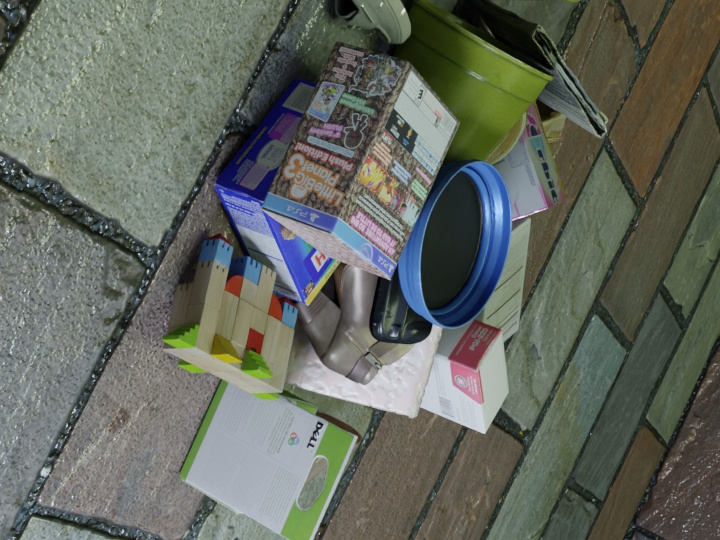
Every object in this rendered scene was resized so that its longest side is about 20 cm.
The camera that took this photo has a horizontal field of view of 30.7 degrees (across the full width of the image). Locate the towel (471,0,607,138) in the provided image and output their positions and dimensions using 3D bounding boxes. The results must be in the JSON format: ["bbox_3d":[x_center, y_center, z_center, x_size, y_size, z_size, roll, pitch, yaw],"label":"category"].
[{"bbox_3d":[0.238,-0.272,1.717,0.034,0.200,0.193,-40,122,1],"label":"towel"}]

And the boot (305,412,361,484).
[{"bbox_3d":[-0.083,0.264,1.740,0.147,0.070,0.200,-61,150,3],"label":"boot"}]

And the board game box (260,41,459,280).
[{"bbox_3d":[0.004,-0.117,1.429,0.202,0.096,0.159,-66,150,-7],"label":"board game box"}]

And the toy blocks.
[{"bbox_3d":[-0.139,0.048,1.470,0.200,0.099,0.138,34,59,-46],"label":"toy blocks"}]

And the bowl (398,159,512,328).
[{"bbox_3d":[0.112,-0.033,1.557,0.200,0.039,0.203,-24,120,-49],"label":"bowl"}]

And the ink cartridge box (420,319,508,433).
[{"bbox_3d":[0.096,0.120,1.803,0.085,0.198,0.146,-54,149,-32],"label":"ink cartridge box"}]

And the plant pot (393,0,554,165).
[{"bbox_3d":[0.105,-0.205,1.622,0.200,0.200,0.194,6,118,-60],"label":"plant pot"}]

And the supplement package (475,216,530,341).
[{"bbox_3d":[0.166,0.011,1.926,0.117,0.116,0.202,-36,139,-43],"label":"supplement package"}]

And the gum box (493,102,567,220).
[{"bbox_3d":[0.214,-0.177,1.818,0.113,0.066,0.202,-22,93,-65],"label":"gum box"}]

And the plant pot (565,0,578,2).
[{"bbox_3d":[0.193,-0.410,1.580,0.200,0.192,0.202,-38,141,-40],"label":"plant pot"}]

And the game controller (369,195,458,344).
[{"bbox_3d":[0.065,-0.010,1.571,0.104,0.042,0.202,6,97,-55],"label":"game controller"}]

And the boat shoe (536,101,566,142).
[{"bbox_3d":[0.256,-0.205,1.969,0.199,0.073,0.070,-23,123,-53],"label":"boat shoe"}]

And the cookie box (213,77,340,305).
[{"bbox_3d":[-0.066,-0.088,1.509,0.172,0.075,0.201,-55,150,-23],"label":"cookie box"}]

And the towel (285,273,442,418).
[{"bbox_3d":[0.009,0.071,1.658,0.032,0.189,0.202,-95,-160,-76],"label":"towel"}]

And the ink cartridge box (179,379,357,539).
[{"bbox_3d":[-0.096,0.224,1.552,0.076,0.199,0.149,26,88,-61],"label":"ink cartridge box"}]

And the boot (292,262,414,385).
[{"bbox_3d":[0.018,0.038,1.606,0.200,0.070,0.146,-43,107,9],"label":"boot"}]

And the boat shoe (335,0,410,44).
[{"bbox_3d":[0.000,-0.309,1.479,0.068,0.072,0.200,-41,155,-2],"label":"boat shoe"}]

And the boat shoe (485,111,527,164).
[{"bbox_3d":[0.145,-0.160,1.742,0.076,0.072,0.200,-25,164,-42],"label":"boat shoe"}]
